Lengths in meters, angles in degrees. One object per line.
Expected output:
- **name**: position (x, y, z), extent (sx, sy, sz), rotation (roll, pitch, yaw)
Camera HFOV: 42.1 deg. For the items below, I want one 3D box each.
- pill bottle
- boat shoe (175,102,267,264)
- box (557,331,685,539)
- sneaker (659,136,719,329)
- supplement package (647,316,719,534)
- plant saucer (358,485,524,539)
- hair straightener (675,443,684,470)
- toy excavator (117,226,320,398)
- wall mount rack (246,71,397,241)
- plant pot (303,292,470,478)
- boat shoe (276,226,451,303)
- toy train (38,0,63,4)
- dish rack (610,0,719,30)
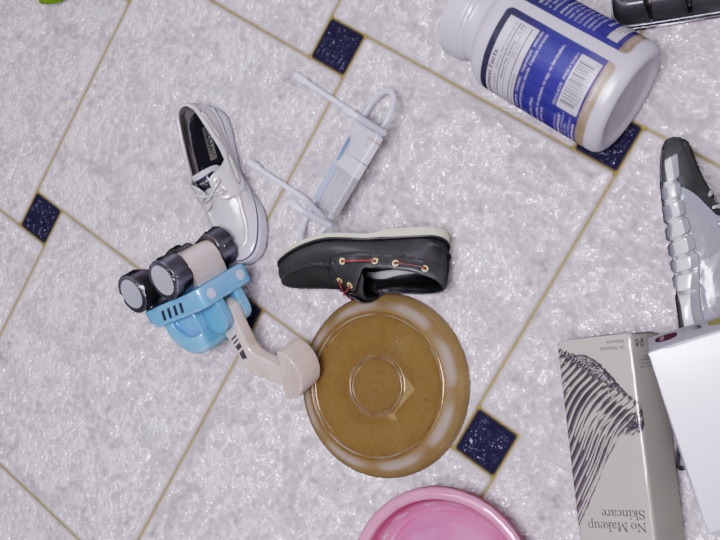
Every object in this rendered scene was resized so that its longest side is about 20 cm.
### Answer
- **pill bottle**: position (0.181, -0.213, 0.919), extent (0.199, 0.116, 0.116), rotation (37, 101, 22)
- **boat shoe**: position (-0.167, -0.104, 1.089), extent (0.071, 0.066, 0.202), rotation (-19, 80, 23)
- **box**: position (0.245, 0.161, 0.881), extent (0.082, 0.068, 0.202), rotation (-12, 80, 39)
- **sneaker**: position (0.343, -0.030, 0.865), extent (0.114, 0.075, 0.202), rotation (-8, 93, 18)
- **supplement package**: position (0.359, 0.106, 0.775), extent (0.198, 0.111, 0.157), rotation (-19, 87, 17)
- **plant saucer**: position (0.088, 0.322, 0.956), extent (0.198, 0.051, 0.203), rotation (-2, 85, 24)
- **hair straightener**: position (0.368, 0.120, 0.860), extent (0.200, 0.041, 0.077), rotation (-41, 71, 21)
- **toy excavator**: position (-0.151, 0.057, 1.054), extent (0.193, 0.100, 0.201), rotation (-19, 102, 43)
- **wall mount rack**: position (-0.048, -0.135, 1.042), extent (0.201, 0.074, 0.174), rotation (-59, 30, 8)
- **plant pot**: position (0.020, 0.124, 1.013), extent (0.198, 0.027, 0.203), rotation (-2, 84, 23)
- **boat shoe**: position (-0.001, -0.001, 1.002), extent (0.199, 0.074, 0.064), rotation (-5, 63, 20)
- **toy train**: position (-0.417, -0.401, 1.221), extent (0.198, 0.085, 0.117), rotation (-9, 96, 23)
- **dish rack**: position (0.314, -0.346, 0.906), extent (0.152, 0.054, 0.203), rotation (-4, 83, 22)
